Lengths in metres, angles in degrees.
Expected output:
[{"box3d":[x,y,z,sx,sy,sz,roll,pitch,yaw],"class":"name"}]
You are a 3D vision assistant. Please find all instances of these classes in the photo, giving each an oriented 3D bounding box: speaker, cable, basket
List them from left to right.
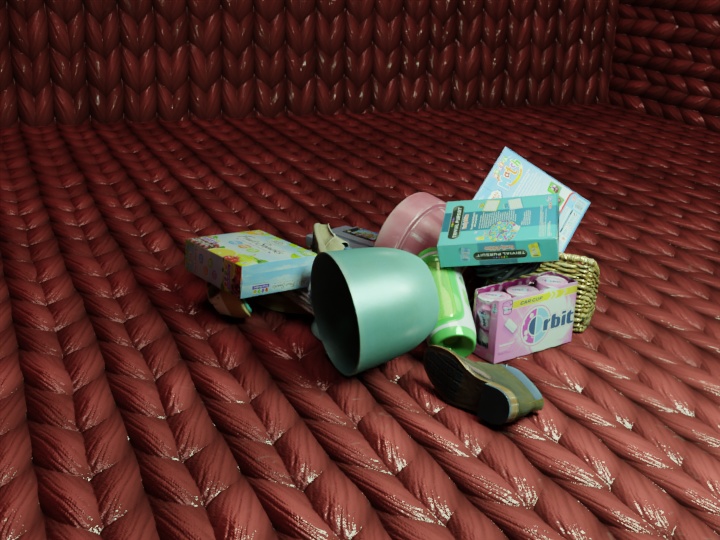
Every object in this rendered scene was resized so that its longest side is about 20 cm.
[{"box3d":[0.142,0.055,1.589,0.088,0.089,0.201,-1,47,-9],"class":"speaker"},{"box3d":[0.258,-0.044,1.648,0.163,0.051,0.200,-27,33,-25],"class":"cable"},{"box3d":[0.346,0.012,1.744,0.199,0.150,0.143,9,21,22],"class":"basket"}]

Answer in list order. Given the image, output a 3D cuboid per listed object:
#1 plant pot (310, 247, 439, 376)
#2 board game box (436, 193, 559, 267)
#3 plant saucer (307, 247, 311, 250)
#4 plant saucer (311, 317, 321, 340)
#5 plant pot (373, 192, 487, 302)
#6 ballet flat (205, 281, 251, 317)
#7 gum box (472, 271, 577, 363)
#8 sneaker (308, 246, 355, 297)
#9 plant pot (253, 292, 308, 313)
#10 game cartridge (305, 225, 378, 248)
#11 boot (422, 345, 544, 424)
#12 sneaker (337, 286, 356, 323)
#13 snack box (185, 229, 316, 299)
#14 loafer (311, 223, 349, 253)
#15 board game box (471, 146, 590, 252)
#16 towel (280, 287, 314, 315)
[{"box3d":[0.030,0.054,1.493,0.160,0.202,0.200,-12,23,-21],"class":"plant pot"},{"box3d":[0.241,-0.070,1.600,0.199,0.047,0.151,-3,33,16],"class":"board game box"},{"box3d":[-0.037,-0.028,1.988,0.199,0.036,0.200,2,20,-1],"class":"plant saucer"},{"box3d":[0.011,0.093,1.666,0.199,0.028,0.200,2,20,-1],"class":"plant saucer"},{"box3d":[0.150,-0.026,1.800,0.179,0.201,0.199,33,33,29],"class":"plant pot"},{"box3d":[-0.249,0.052,1.727,0.063,0.069,0.200,-30,23,-6],"class":"ballet flat"},{"box3d":[0.277,0.079,1.597,0.199,0.114,0.066,-12,23,-33],"class":"gum box"},{"box3d":[0.000,0.000,1.671,0.199,0.086,0.077,-12,25,-33],"class":"sneaker"},{"box3d":[-0.111,0.035,1.814,0.198,0.028,0.200,2,19,-1],"class":"plant pot"},{"box3d":[-0.004,-0.053,1.961,0.199,0.039,0.129,20,30,40],"class":"game cartridge"},{"box3d":[0.185,0.172,1.414,0.096,0.075,0.200,2,23,-40],"class":"boot"},{"box3d":[0.042,0.047,1.626,0.199,0.087,0.078,-8,22,-28],"class":"sneaker"},{"box3d":[-0.203,-0.015,1.709,0.168,0.068,0.200,-9,22,-38],"class":"snack box"},{"box3d":[-0.055,-0.033,1.780,0.068,0.076,0.200,0,26,-9],"class":"loafer"},{"box3d":[0.326,-0.126,1.795,0.199,0.037,0.152,34,65,0],"class":"board game box"},{"box3d":[-0.046,0.030,1.749,0.190,0.032,0.200,-11,24,-32],"class":"towel"}]
